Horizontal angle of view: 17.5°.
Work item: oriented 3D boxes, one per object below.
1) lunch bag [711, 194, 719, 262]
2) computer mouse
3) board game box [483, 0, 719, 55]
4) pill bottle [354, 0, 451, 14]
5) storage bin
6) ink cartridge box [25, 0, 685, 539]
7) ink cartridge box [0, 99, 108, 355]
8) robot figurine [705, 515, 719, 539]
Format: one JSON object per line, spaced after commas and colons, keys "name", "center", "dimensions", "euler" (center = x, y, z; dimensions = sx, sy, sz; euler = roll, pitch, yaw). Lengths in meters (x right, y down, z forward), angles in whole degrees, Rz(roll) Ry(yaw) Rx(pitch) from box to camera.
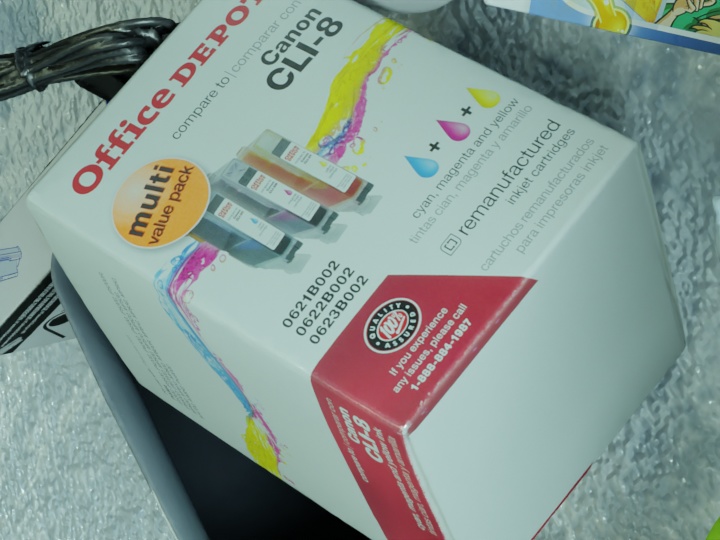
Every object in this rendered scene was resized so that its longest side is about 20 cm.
{"name": "lunch bag", "center": [0.200, 0.038, 0.706], "dimensions": [0.127, 0.199, 0.171], "euler": [-21, 83, 50]}
{"name": "computer mouse", "center": [-0.104, -0.079, 1.021], "dimensions": [0.140, 0.200, 0.046], "euler": [-10, 93, 23]}
{"name": "board game box", "center": [0.124, -0.174, 0.804], "dimensions": [0.135, 0.034, 0.201], "euler": [13, 120, 11]}
{"name": "pill bottle", "center": [-0.038, -0.173, 0.998], "dimensions": [0.200, 0.115, 0.116], "euler": [21, 115, 46]}
{"name": "storage bin", "center": [-0.043, 0.064, 1.069], "dimensions": [0.201, 0.145, 0.134], "euler": [61, 165, 18]}
{"name": "ink cartridge box", "center": [0.000, 0.000, 0.915], "dimensions": [0.200, 0.145, 0.145], "euler": [29, 159, 31]}
{"name": "ink cartridge box", "center": [-0.125, -0.023, 1.158], "dimensions": [0.200, 0.094, 0.044], "euler": [-42, 68, 47]}
{"name": "robot figurine", "center": [0.177, 0.157, 0.830], "dimensions": [0.175, 0.116, 0.201], "euler": [3, 101, 26]}
